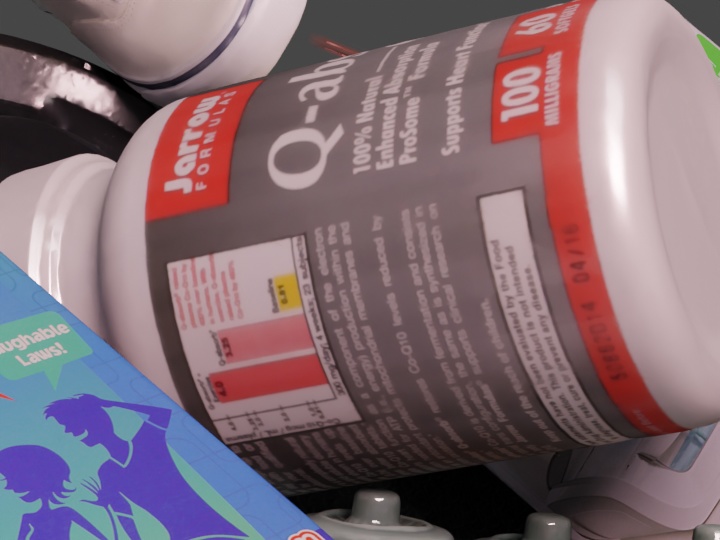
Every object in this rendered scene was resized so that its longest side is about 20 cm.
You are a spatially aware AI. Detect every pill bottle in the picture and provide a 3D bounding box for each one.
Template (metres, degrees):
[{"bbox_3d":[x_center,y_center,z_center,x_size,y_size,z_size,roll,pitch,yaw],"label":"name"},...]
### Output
[{"bbox_3d":[0.000,0.000,0.684,0.199,0.116,0.116,-12,27,23],"label":"pill bottle"}]

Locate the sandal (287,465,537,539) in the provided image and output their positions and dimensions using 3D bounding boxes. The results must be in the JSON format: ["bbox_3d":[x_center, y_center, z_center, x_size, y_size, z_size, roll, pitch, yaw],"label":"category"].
[{"bbox_3d":[0.020,0.078,0.800,0.199,0.043,0.076,19,42,-23],"label":"sandal"}]

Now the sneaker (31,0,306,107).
[{"bbox_3d":[-0.090,-0.108,0.894,0.071,0.073,0.200,28,-2,-33],"label":"sneaker"}]

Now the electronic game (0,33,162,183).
[{"bbox_3d":[-0.111,-0.020,0.847,0.199,0.042,0.200,21,29,-12],"label":"electronic game"}]

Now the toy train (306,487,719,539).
[{"bbox_3d":[0.059,0.110,0.666,0.198,0.086,0.114,7,1,-18],"label":"toy train"}]

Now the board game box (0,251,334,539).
[{"bbox_3d":[-0.125,0.050,0.591,0.200,0.045,0.152,37,40,29],"label":"board game box"}]

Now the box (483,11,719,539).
[{"bbox_3d":[0.105,0.012,0.826,0.176,0.097,0.200,41,27,3],"label":"box"}]
